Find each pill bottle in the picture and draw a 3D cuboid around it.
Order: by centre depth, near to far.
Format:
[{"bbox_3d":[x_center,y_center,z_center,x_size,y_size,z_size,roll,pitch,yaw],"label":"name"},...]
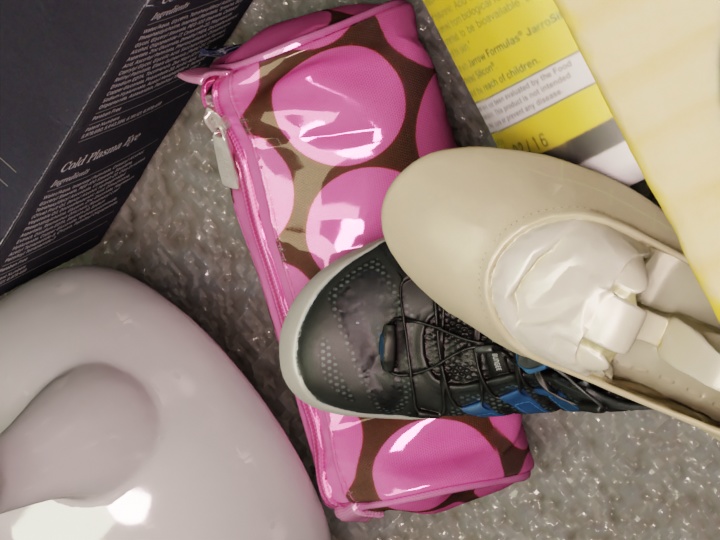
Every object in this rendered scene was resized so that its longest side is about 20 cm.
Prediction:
[{"bbox_3d":[0.066,-0.129,1.038,0.111,0.111,0.201,-27,92,34],"label":"pill bottle"}]

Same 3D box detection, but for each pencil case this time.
[{"bbox_3d":[0.000,0.000,1.132,0.091,0.093,0.201,-7,103,57],"label":"pencil case"}]

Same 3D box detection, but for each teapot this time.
[{"bbox_3d":[-0.117,0.107,1.171,0.197,0.146,0.200,15,137,55],"label":"teapot"}]

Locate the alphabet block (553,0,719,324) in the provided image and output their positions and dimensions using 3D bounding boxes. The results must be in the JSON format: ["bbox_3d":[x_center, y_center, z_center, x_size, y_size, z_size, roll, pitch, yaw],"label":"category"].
[{"bbox_3d":[0.213,-0.072,0.922,0.200,0.196,0.196,-27,90,34],"label":"alphabet block"}]

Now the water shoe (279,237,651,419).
[{"bbox_3d":[0.069,0.017,1.059,0.199,0.079,0.072,-7,98,-1],"label":"water shoe"}]

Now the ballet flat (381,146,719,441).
[{"bbox_3d":[0.101,0.018,0.986,0.199,0.070,0.070,24,122,-12],"label":"ballet flat"}]

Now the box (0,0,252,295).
[{"bbox_3d":[-0.160,-0.123,1.177,0.200,0.104,0.182,43,124,11],"label":"box"}]
